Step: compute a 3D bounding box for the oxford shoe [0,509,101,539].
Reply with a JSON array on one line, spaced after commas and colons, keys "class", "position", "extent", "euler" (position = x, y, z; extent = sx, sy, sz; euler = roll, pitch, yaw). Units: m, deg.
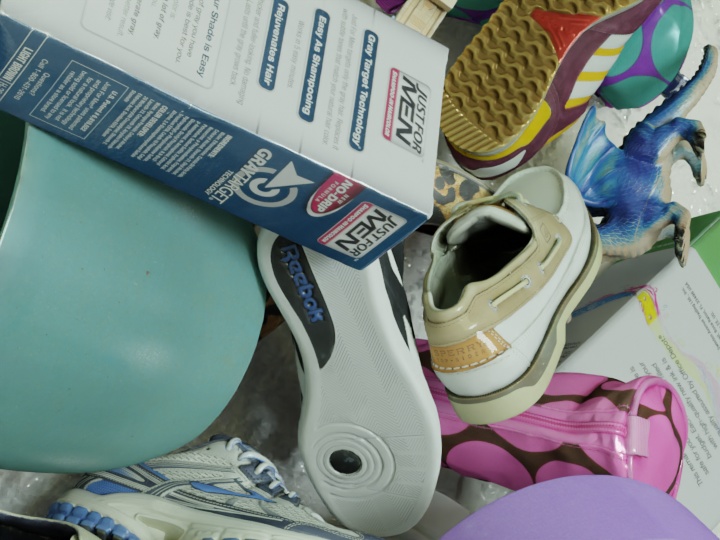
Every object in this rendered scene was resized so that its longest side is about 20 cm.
[{"class": "oxford shoe", "position": [-0.122, 0.165, 0.754], "extent": [0.200, 0.074, 0.071], "euler": [16, 48, 6]}]

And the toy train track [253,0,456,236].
[{"class": "toy train track", "position": [0.003, -0.093, 0.879], "extent": [0.115, 0.033, 0.200], "euler": [36, 69, -9]}]

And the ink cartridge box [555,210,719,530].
[{"class": "ink cartridge box", "position": [0.184, 0.079, 0.997], "extent": [0.200, 0.084, 0.145], "euler": [-39, 102, -30]}]

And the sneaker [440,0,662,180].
[{"class": "sneaker", "position": [0.120, -0.139, 0.932], "extent": [0.075, 0.090, 0.200], "euler": [43, 87, 16]}]

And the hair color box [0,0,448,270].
[{"class": "hair color box", "position": [-0.062, -0.087, 0.679], "extent": [0.200, 0.061, 0.100], "euler": [24, 53, -23]}]

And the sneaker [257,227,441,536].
[{"class": "sneaker", "position": [0.005, 0.028, 0.814], "extent": [0.112, 0.073, 0.200], "euler": [-74, 156, -57]}]

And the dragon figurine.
[{"class": "dragon figurine", "position": [0.155, -0.060, 0.958], "extent": [0.099, 0.059, 0.200], "euler": [12, 77, 16]}]

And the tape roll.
[{"class": "tape roll", "position": [0.104, 0.201, 0.767], "extent": [0.200, 0.066, 0.201], "euler": [-9, 115, -19]}]

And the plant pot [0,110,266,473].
[{"class": "plant pot", "position": [-0.144, 0.006, 0.760], "extent": [0.161, 0.200, 0.201], "euler": [24, 70, -36]}]

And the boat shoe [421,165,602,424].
[{"class": "boat shoe", "position": [0.079, -0.008, 0.844], "extent": [0.068, 0.075, 0.200], "euler": [62, 26, -25]}]

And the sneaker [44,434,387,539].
[{"class": "sneaker", "position": [-0.060, 0.121, 0.800], "extent": [0.077, 0.200, 0.085], "euler": [77, 30, -44]}]

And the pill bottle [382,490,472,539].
[{"class": "pill bottle", "position": [-0.012, 0.211, 0.839], "extent": [0.200, 0.120, 0.120], "euler": [-43, 104, -29]}]

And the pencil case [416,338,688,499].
[{"class": "pencil case", "position": [0.073, 0.079, 0.864], "extent": [0.094, 0.200, 0.091], "euler": [56, 48, -54]}]

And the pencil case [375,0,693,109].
[{"class": "pencil case", "position": [0.114, -0.168, 0.998], "extent": [0.200, 0.085, 0.093], "euler": [21, 107, -25]}]

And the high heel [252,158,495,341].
[{"class": "high heel", "position": [0.000, 0.000, 0.917], "extent": [0.200, 0.071, 0.143], "euler": [16, 80, -24]}]
